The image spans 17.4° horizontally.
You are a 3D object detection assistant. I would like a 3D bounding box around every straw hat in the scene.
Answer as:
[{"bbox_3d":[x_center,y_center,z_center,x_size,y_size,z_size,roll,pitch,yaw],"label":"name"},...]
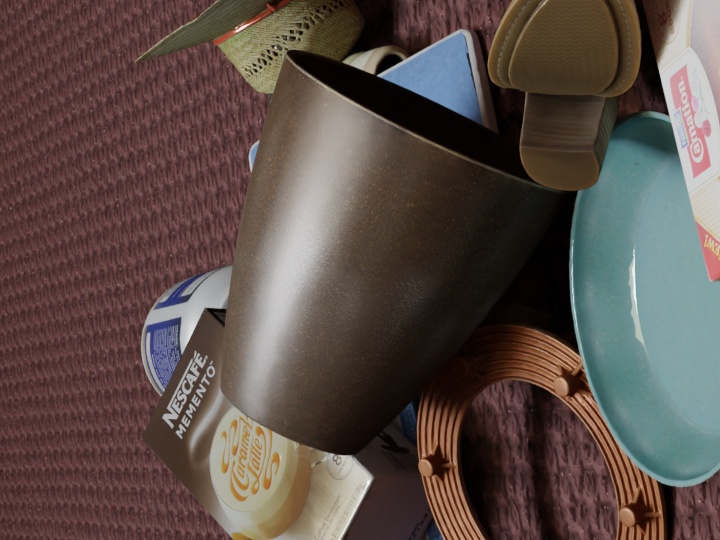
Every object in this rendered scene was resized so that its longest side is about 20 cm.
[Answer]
[{"bbox_3d":[-0.050,-0.169,1.622,0.085,0.201,0.201,54,158,-6],"label":"straw hat"}]

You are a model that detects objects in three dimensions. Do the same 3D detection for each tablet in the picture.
[{"bbox_3d":[0.008,-0.061,1.530,0.200,0.014,0.130,-26,62,35],"label":"tablet"}]

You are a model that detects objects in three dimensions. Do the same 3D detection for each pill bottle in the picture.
[{"bbox_3d":[-0.091,0.053,1.790,0.200,0.116,0.116,167,97,-72],"label":"pill bottle"}]

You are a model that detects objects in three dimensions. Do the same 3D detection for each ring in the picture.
[{"bbox_3d":[0.100,0.128,1.397,0.200,0.019,0.201,21,119,42],"label":"ring"}]

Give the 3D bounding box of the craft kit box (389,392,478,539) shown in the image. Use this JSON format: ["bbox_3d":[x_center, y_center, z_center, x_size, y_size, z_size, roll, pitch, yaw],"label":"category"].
[{"bbox_3d":[-0.004,0.180,1.625,0.197,0.048,0.200,-27,68,38],"label":"craft kit box"}]

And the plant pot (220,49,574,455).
[{"bbox_3d":[0.000,0.000,1.390,0.200,0.187,0.187,-65,30,11],"label":"plant pot"}]

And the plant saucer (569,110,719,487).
[{"bbox_3d":[0.173,0.014,1.256,0.200,0.036,0.200,173,90,-68],"label":"plant saucer"}]

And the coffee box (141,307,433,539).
[{"bbox_3d":[-0.047,0.128,1.586,0.200,0.080,0.114,42,113,38],"label":"coffee box"}]

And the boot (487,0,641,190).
[{"bbox_3d":[0.117,-0.151,1.218,0.200,0.077,0.155,71,-153,-62],"label":"boot"}]

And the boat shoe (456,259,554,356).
[{"bbox_3d":[0.049,0.025,1.497,0.200,0.072,0.068,0,77,50],"label":"boat shoe"}]

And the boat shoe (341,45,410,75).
[{"bbox_3d":[0.016,-0.050,1.580,0.065,0.072,0.200,173,96,-69],"label":"boat shoe"}]

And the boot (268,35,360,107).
[{"bbox_3d":[-0.027,-0.082,1.685,0.200,0.069,0.174,32,117,54],"label":"boot"}]

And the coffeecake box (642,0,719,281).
[{"bbox_3d":[0.217,-0.098,1.070,0.200,0.073,0.154,139,122,-64],"label":"coffeecake box"}]
